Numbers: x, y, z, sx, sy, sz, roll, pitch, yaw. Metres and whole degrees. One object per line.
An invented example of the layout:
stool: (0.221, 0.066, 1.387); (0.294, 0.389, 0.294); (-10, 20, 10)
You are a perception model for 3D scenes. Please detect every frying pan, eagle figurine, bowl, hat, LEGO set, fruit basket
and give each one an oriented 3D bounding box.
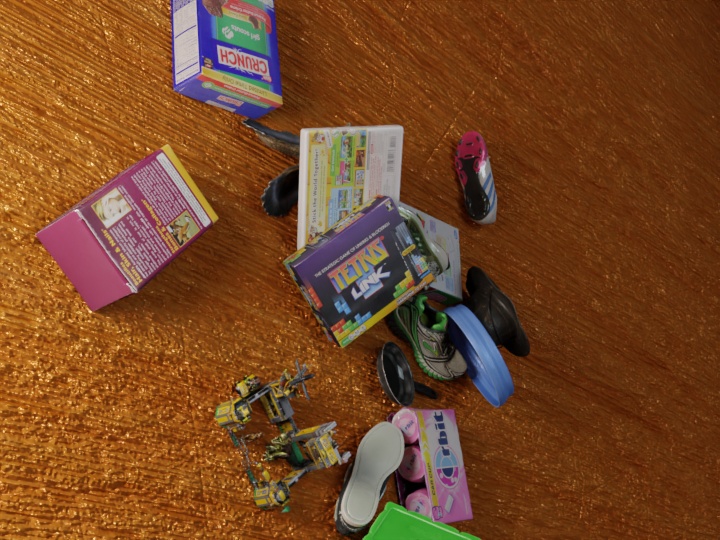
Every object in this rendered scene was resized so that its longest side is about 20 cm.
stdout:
frying pan: (0.075, 0.180, 1.710); (0.190, 0.031, 0.115); (5, 68, -65)
eagle figurine: (-0.098, -0.185, 1.619); (0.199, 0.151, 0.152); (-14, 39, -22)
bowl: (0.211, 0.150, 1.767); (0.039, 0.201, 0.201); (-29, 99, -7)
hat: (0.233, 0.096, 1.860); (0.081, 0.201, 0.201); (-30, 100, -12)
LEGO set: (-0.103, 0.237, 1.410); (0.154, 0.116, 0.201); (-18, 88, -51)
fruit basket: (0.085, 0.485, 1.496); (0.216, 0.215, 0.156); (58, 41, -13)

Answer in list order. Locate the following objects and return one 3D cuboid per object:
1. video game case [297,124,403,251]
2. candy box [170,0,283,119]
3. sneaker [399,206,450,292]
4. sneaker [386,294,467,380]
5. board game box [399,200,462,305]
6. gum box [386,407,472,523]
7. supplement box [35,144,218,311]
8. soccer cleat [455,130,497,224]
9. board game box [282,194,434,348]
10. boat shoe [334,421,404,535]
video game case: (-0.016, -0.133, 1.595); (0.181, 0.023, 0.201); (-7, 110, -29)
candy box: (-0.215, -0.364, 1.573); (0.169, 0.077, 0.201); (13, 66, -46)
sneaker: (0.077, -0.038, 1.714); (0.200, 0.077, 0.089); (43, 54, -25)
sneaker: (0.131, 0.123, 1.756); (0.200, 0.085, 0.078); (48, 44, -27)
board game box: (0.111, -0.034, 1.835); (0.200, 0.040, 0.154); (22, 58, -42)
gum box: (0.117, 0.330, 1.663); (0.113, 0.066, 0.201); (8, 68, -49)
supplement box: (-0.307, -0.059, 1.315); (0.131, 0.103, 0.200); (58, 40, -14)
soccer cleat: (0.244, -0.188, 2.044); (0.086, 0.070, 0.201); (24, 58, -60)
board game box: (0.000, 0.000, 1.589); (0.200, 0.057, 0.166); (-37, 114, -15)
boat shoe: (0.010, 0.327, 1.552); (0.075, 0.060, 0.200); (34, 46, 1)
